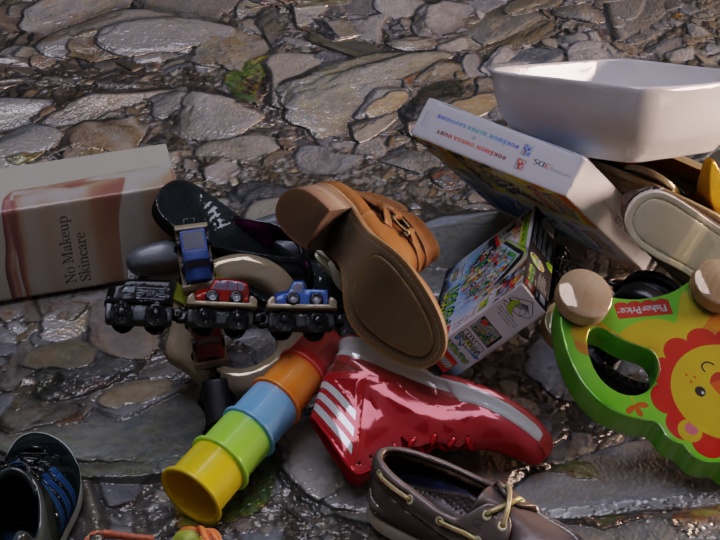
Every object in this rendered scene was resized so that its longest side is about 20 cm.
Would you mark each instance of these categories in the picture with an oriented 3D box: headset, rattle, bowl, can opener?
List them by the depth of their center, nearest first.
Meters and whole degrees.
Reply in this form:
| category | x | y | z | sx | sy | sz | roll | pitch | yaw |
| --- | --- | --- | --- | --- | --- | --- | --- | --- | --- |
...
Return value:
| category | x | y | z | sx | sy | sz | roll | pitch | yaw |
| --- | --- | --- | --- | --- | --- | --- | --- | --- | --- |
| headset | 0.227 | 0.052 | 1.699 | 0.123 | 0.094 | 0.200 | -19 | 52 | -27 |
| rattle | -0.076 | 0.066 | 1.719 | 0.198 | 0.143 | 0.131 | 10 | 65 | -7 |
| bowl | 0.241 | -0.146 | 1.746 | 0.199 | 0.075 | 0.199 | -11 | 15 | -42 |
| can opener | -0.127 | -0.015 | 1.814 | 0.199 | 0.066 | 0.053 | -17 | 81 | -27 |

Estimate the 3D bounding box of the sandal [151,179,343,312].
| category | x | y | z | sx | sy | sz | roll | pitch | yaw |
| --- | --- | --- | --- | --- | --- | --- | --- | --- | --- |
| sandal | -0.101 | -0.020 | 1.762 | 0.200 | 0.048 | 0.076 | 32 | 47 | -3 |

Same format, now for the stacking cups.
| category | x | y | z | sx | sy | sz | roll | pitch | yaw |
| --- | --- | --- | --- | --- | --- | --- | --- | --- | --- |
| stacking cups | -0.085 | 0.119 | 1.585 | 0.060 | 0.061 | 0.200 | 17 | 48 | 27 |

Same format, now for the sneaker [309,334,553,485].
| category | x | y | z | sx | sy | sz | roll | pitch | yaw |
| --- | --- | --- | --- | --- | --- | --- | --- | --- | --- |
| sneaker | 0.051 | 0.143 | 1.580 | 0.199 | 0.078 | 0.116 | 22 | 70 | 14 |

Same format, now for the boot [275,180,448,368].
| category | x | y | z | sx | sy | sz | roll | pitch | yaw |
| --- | --- | --- | --- | --- | --- | --- | --- | --- | --- |
| boot | 0.031 | -0.004 | 1.622 | 0.200 | 0.074 | 0.154 | 50 | 22 | 17 |

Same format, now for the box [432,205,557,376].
| category | x | y | z | sx | sy | sz | roll | pitch | yaw |
| --- | --- | --- | --- | --- | --- | --- | --- | --- | --- |
| box | 0.117 | 0.018 | 1.679 | 0.110 | 0.035 | 0.200 | -37 | 12 | 19 |

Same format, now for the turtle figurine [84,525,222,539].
| category | x | y | z | sx | sy | sz | roll | pitch | yaw |
| --- | --- | --- | --- | --- | --- | --- | --- | --- | --- |
| turtle figurine | -0.142 | 0.241 | 1.431 | 0.198 | 0.065 | 0.162 | 10 | 36 | 18 |

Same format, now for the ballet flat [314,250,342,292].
| category | x | y | z | sx | sy | sz | roll | pitch | yaw |
| --- | --- | --- | --- | --- | --- | --- | --- | --- | --- |
| ballet flat | 0.000 | 0.000 | 1.723 | 0.075 | 0.068 | 0.200 | 22 | 16 | -28 |

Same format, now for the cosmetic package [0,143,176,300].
| category | x | y | z | sx | sy | sz | roll | pitch | yaw |
| --- | --- | --- | --- | --- | --- | --- | --- | --- | --- |
| cosmetic package | -0.272 | -0.045 | 1.837 | 0.198 | 0.104 | 0.087 | -10 | 33 | -8 |

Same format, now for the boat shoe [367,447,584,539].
| category | x | y | z | sx | sy | sz | roll | pitch | yaw |
| --- | --- | --- | --- | --- | --- | --- | --- | --- | --- |
| boat shoe | 0.093 | 0.192 | 1.475 | 0.199 | 0.060 | 0.072 | 20 | 39 | 30 |

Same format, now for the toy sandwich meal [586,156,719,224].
| category | x | y | z | sx | sy | sz | roll | pitch | yaw |
| --- | --- | --- | --- | --- | --- | --- | --- | --- | --- |
| toy sandwich meal | 0.297 | -0.082 | 1.803 | 0.204 | 0.071 | 0.205 | 25 | 1 | -1 |

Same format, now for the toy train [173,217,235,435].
| category | x | y | z | sx | sy | sz | roll | pitch | yaw |
| --- | --- | --- | --- | --- | --- | --- | --- | --- | --- |
| toy train | -0.132 | 0.050 | 1.626 | 0.034 | 0.046 | 0.202 | -9 | 78 | -4 |

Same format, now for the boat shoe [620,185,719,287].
| category | x | y | z | sx | sy | sz | roll | pitch | yaw |
| --- | --- | --- | --- | --- | --- | --- | --- | --- | --- |
| boat shoe | 0.313 | -0.006 | 1.701 | 0.199 | 0.072 | 0.060 | 35 | 8 | -11 |

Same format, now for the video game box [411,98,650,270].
| category | x | y | z | sx | sy | sz | roll | pitch | yaw |
| --- | --- | --- | --- | --- | --- | --- | --- | --- | --- |
| video game box | 0.167 | -0.078 | 1.787 | 0.181 | 0.200 | 0.047 | 22 | 82 | 35 |

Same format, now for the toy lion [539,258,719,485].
| category | x | y | z | sx | sy | sz | roll | pitch | yaw |
| --- | --- | --- | --- | --- | --- | --- | --- | --- | --- |
| toy lion | 0.265 | 0.090 | 1.581 | 0.198 | 0.069 | 0.193 | -3 | 57 | -16 |

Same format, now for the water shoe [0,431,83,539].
| category | x | y | z | sx | sy | sz | roll | pitch | yaw |
| --- | --- | --- | --- | --- | --- | --- | --- | --- | --- |
| water shoe | -0.262 | 0.179 | 1.521 | 0.071 | 0.079 | 0.201 | -4 | 34 | -2 |

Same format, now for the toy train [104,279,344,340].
| category | x | y | z | sx | sy | sz | roll | pitch | yaw |
| --- | --- | --- | --- | --- | --- | --- | --- | --- | --- |
| toy train | -0.112 | 0.030 | 1.587 | 0.198 | 0.034 | 0.046 | 3 | 70 | -7 |
